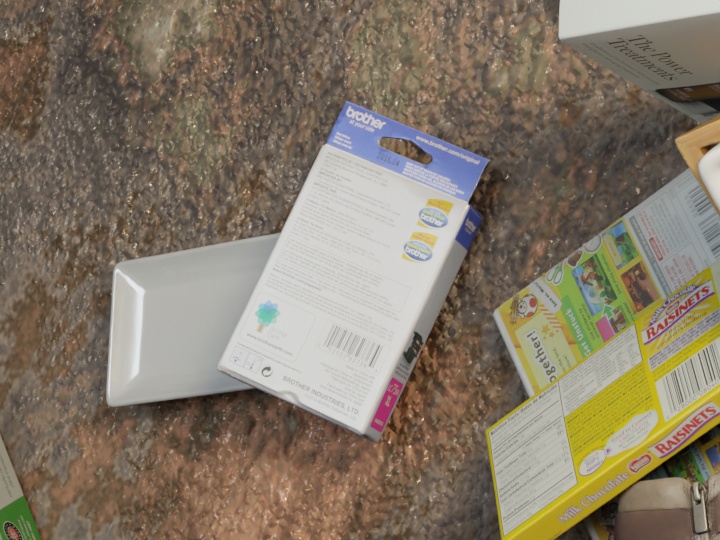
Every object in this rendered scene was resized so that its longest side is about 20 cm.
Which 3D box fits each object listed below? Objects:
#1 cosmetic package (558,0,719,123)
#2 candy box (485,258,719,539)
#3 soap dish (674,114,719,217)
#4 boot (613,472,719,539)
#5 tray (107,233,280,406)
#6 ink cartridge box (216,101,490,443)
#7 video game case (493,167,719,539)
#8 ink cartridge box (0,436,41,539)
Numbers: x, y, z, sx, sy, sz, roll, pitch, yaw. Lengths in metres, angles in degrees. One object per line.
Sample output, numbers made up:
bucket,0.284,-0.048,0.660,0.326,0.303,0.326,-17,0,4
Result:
cosmetic package,0.227,-0.132,1.252,0.150,0.200,0.052,-8,72,37
candy box,0.157,0.080,1.307,0.200,0.026,0.102,-39,29,24
soap dish,0.288,-0.028,1.195,0.157,0.200,0.081,-24,22,32
boot,0.171,0.196,1.280,0.199,0.070,0.147,-18,72,26
tray,-0.098,0.036,1.567,0.199,0.022,0.108,-9,71,36
ink cartridge box,0.000,0.000,1.472,0.119,0.042,0.201,23,87,25
video game case,0.187,0.059,1.345,0.182,0.023,0.201,-37,58,24
ink cartridge box,-0.337,0.174,1.608,0.083,0.200,0.147,-41,56,21
